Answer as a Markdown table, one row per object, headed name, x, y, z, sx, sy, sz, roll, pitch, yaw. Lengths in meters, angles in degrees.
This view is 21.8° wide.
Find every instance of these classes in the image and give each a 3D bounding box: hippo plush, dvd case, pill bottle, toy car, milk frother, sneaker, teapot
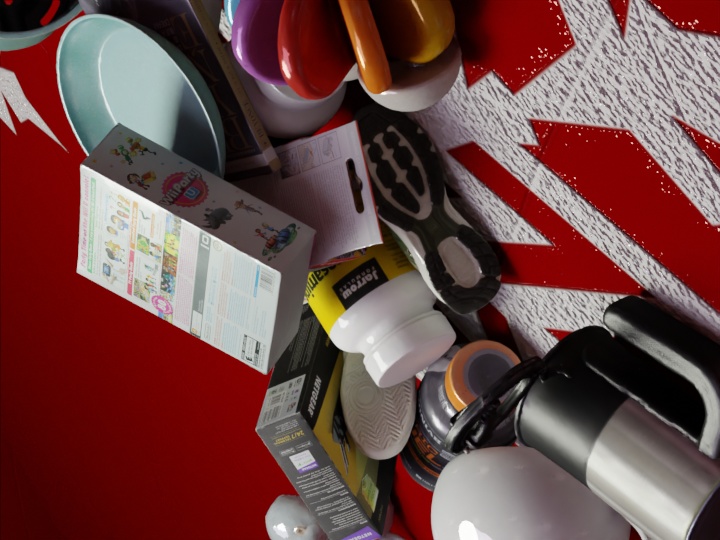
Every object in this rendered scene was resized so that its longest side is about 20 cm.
| name | x | y | z | sx | sy | sz | roll | pitch | yaw |
| --- | --- | --- | --- | --- | --- | --- | --- | --- | --- |
| hippo plush | -0.051 | 0.292 | 2.246 | 0.159 | 0.160 | 0.201 | 31 | 150 | 43 |
| dvd case | -0.159 | -0.165 | 1.608 | 0.148 | 0.016 | 0.201 | -8 | 114 | 50 |
| pill bottle | 0.000 | 0.000 | 1.697 | 0.201 | 0.112 | 0.113 | 57 | 161 | 18 |
| pill bottle | 0.100 | 0.133 | 1.752 | 0.106 | 0.106 | 0.200 | 47 | 158 | 13 |
| toy car | -0.027 | -0.197 | 1.428 | 0.199 | 0.150 | 0.176 | 30 | 150 | 45 |
| milk frother | 0.192 | 0.141 | 1.444 | 0.188 | 0.199 | 0.181 | 36 | 150 | 35 |
| pill bottle | -0.076 | -0.162 | 1.644 | 0.111 | 0.111 | 0.200 | 53 | 159 | -3 |
| sneaker | 0.044 | -0.053 | 1.634 | 0.201 | 0.077 | 0.089 | 60 | 170 | -10 |
| sneaker | 0.018 | 0.086 | 1.773 | 0.085 | 0.074 | 0.202 | 65 | -161 | -68 |
| teapot | 0.154 | 0.255 | 1.691 | 0.196 | 0.147 | 0.200 | 10 | 155 | -2 |

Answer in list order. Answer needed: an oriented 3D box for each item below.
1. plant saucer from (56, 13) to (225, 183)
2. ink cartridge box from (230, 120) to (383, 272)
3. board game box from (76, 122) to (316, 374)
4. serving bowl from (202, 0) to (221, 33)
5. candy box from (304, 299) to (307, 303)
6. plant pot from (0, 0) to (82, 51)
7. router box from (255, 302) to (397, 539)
| name | x | y | z | sx | sy | sz | roll | pitch | yaw |
| --- | --- | --- | --- | --- | --- | --- | --- | --- | --- |
| plant saucer | -0.181 | -0.136 | 1.613 | 0.199 | 0.036 | 0.201 | 29 | 138 | 29 |
| ink cartridge box | -0.044 | -0.056 | 1.610 | 0.199 | 0.050 | 0.110 | -16 | 85 | 45 |
| board game box | -0.143 | -0.017 | 1.595 | 0.199 | 0.064 | 0.148 | 28 | 142 | 11 |
| serving bowl | -0.172 | -0.250 | 1.701 | 0.200 | 0.065 | 0.202 | 10 | 101 | 63 |
| candy box | -0.023 | 0.051 | 1.972 | 0.103 | 0.026 | 0.200 | 60 | 162 | -23 |
| plant pot | -0.363 | -0.316 | 1.912 | 0.201 | 0.200 | 0.196 | 54 | 167 | -4 |
| router box | -0.024 | 0.142 | 1.784 | 0.158 | 0.052 | 0.201 | 58 | -157 | -25 |
